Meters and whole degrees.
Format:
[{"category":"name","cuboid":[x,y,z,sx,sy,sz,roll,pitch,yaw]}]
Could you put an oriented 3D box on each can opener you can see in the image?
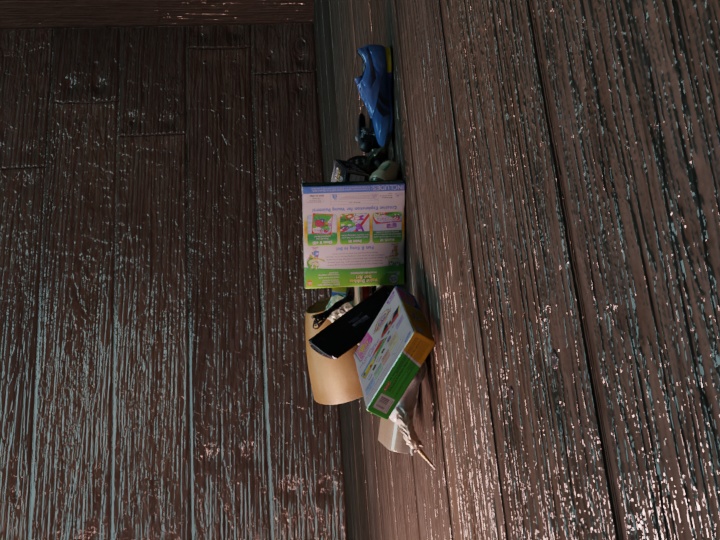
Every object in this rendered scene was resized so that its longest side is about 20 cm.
[{"category":"can opener","cuboid":[0.016,-0.305,1.835,0.201,0.062,0.080,-102,10,-55]}]

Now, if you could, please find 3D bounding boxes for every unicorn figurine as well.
[{"category":"unicorn figurine","cuboid":[0.077,0.217,1.405,0.137,0.072,0.204,-157,70,-72]}]

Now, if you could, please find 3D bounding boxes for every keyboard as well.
[{"category":"keyboard","cuboid":[-0.015,0.090,1.555,0.126,0.199,0.021,32,145,41]}]

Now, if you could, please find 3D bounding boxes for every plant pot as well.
[{"category":"plant pot","cuboid":[-0.052,0.170,1.880,0.187,0.183,0.203,-117,7,-76]}]

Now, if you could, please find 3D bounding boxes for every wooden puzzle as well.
[{"category":"wooden puzzle","cuboid":[0.000,0.000,1.757,0.185,0.036,0.204,-106,18,-76]}]

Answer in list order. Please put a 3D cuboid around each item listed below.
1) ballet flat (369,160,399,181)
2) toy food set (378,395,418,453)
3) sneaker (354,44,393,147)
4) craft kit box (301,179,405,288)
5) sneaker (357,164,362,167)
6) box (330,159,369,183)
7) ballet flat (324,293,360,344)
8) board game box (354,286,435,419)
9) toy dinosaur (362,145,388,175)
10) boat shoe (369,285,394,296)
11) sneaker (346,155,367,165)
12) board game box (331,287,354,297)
[{"category":"ballet flat","cuboid":[0.046,-0.158,1.673,0.201,0.068,0.071,106,161,-67]},{"category":"toy food set","cuboid":[0.080,0.260,1.569,0.200,0.059,0.146,146,133,-82]},{"category":"sneaker","cuboid":[0.026,-0.348,1.664,0.066,0.077,0.204,-127,33,-76]},{"category":"craft kit box","cuboid":[-0.012,-0.069,1.576,0.049,0.196,0.201,-115,24,-74]},{"category":"sneaker","cuboid":[0.020,-0.202,1.924,0.082,0.076,0.201,-57,26,27]},{"category":"box","cuboid":[-0.036,-0.115,1.693,0.158,0.049,0.204,-123,42,-70]},{"category":"ballet flat","cuboid":[-0.002,0.136,1.659,0.200,0.072,0.072,46,180,-9]},{"category":"board game box","cuboid":[0.052,0.132,1.388,0.154,0.040,0.200,-59,16,14]},{"category":"toy dinosaur","cuboid":[0.022,-0.183,1.731,0.047,0.088,0.202,35,124,24]},{"category":"boat shoe","cuboid":[0.046,0.060,1.647,0.202,0.073,0.076,-117,21,-77]},{"category":"sneaker","cuboid":[-0.002,-0.198,2.058,0.089,0.075,0.203,81,-176,-54]},{"category":"board game box","cuboid":[-0.023,0.066,2.048,0.153,0.040,0.203,56,-145,-52]}]
